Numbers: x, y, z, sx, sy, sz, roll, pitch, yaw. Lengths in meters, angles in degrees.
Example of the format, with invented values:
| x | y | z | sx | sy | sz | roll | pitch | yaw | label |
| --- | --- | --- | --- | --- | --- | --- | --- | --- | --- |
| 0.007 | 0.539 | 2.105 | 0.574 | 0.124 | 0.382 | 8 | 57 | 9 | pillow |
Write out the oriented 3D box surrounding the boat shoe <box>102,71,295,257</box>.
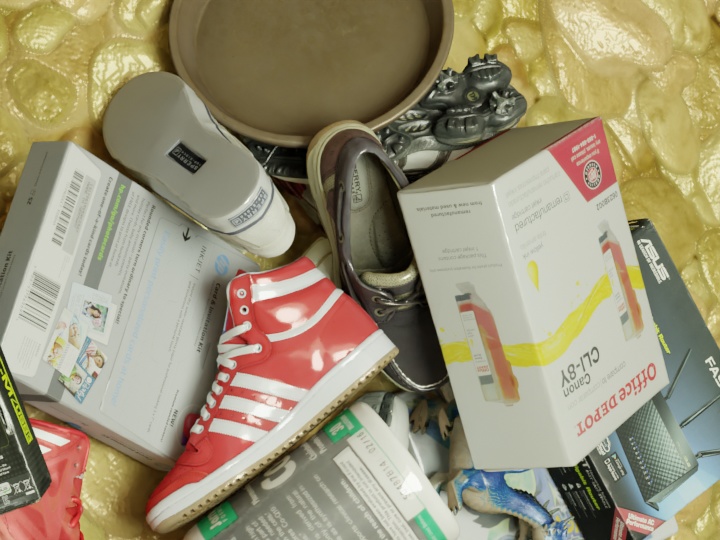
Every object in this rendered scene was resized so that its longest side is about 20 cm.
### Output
| x | y | z | sx | sy | sz | roll | pitch | yaw | label |
| --- | --- | --- | --- | --- | --- | --- | --- | --- | --- |
| -0.104 | -0.067 | 1.441 | 0.071 | 0.200 | 0.070 | -46 | 131 | -6 | boat shoe |

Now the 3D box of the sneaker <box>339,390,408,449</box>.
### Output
| x | y | z | sx | sy | sz | roll | pitch | yaw | label |
| --- | --- | --- | --- | --- | --- | --- | --- | --- | --- |
| 0.005 | 0.185 | 1.524 | 0.087 | 0.074 | 0.201 | 19 | 77 | -40 | sneaker |

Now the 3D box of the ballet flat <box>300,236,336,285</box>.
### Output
| x | y | z | sx | sy | sz | roll | pitch | yaw | label |
| --- | --- | --- | --- | --- | --- | --- | --- | --- | --- |
| 0.000 | 0.000 | 1.518 | 0.199 | 0.074 | 0.075 | -19 | 92 | -17 | ballet flat |

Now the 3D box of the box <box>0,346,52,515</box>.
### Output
| x | y | z | sx | sy | sz | roll | pitch | yaw | label |
| --- | --- | --- | --- | --- | --- | --- | --- | --- | --- |
| -0.311 | 0.077 | 1.304 | 0.199 | 0.048 | 0.194 | -20 | 96 | 6 | box |

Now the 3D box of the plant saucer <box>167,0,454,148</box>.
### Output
| x | y | z | sx | sy | sz | roll | pitch | yaw | label |
| --- | --- | --- | --- | --- | --- | --- | --- | --- | --- |
| -0.034 | -0.166 | 1.514 | 0.199 | 0.030 | 0.201 | -2 | 61 | 3 | plant saucer |

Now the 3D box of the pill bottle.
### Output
| x | y | z | sx | sy | sz | roll | pitch | yaw | label |
| --- | --- | --- | --- | --- | --- | --- | --- | --- | --- |
| -0.044 | 0.187 | 1.415 | 0.200 | 0.113 | 0.113 | -37 | 101 | -5 | pill bottle |

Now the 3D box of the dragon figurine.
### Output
| x | y | z | sx | sy | sz | roll | pitch | yaw | label |
| --- | --- | --- | --- | --- | --- | --- | --- | --- | --- |
| 0.093 | 0.118 | 1.552 | 0.099 | 0.059 | 0.201 | -9 | 87 | -30 | dragon figurine |

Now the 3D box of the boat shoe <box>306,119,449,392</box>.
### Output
| x | y | z | sx | sy | sz | roll | pitch | yaw | label |
| --- | --- | --- | --- | --- | --- | --- | --- | --- | --- |
| 0.018 | -0.002 | 1.453 | 0.072 | 0.065 | 0.201 | -20 | 109 | -8 | boat shoe |

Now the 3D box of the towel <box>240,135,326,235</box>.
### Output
| x | y | z | sx | sy | sz | roll | pitch | yaw | label |
| --- | --- | --- | --- | --- | --- | --- | --- | --- | --- |
| 0.013 | -0.083 | 1.585 | 0.200 | 0.023 | 0.144 | 47 | 63 | -14 | towel |

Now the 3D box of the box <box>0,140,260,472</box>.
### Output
| x | y | z | sx | sy | sz | roll | pitch | yaw | label |
| --- | --- | --- | --- | --- | --- | --- | --- | --- | --- |
| -0.159 | 0.027 | 1.422 | 0.200 | 0.041 | 0.156 | 33 | 66 | -45 | box |

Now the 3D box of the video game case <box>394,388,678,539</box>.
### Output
| x | y | z | sx | sy | sz | roll | pitch | yaw | label |
| --- | --- | --- | --- | --- | --- | --- | --- | --- | --- |
| 0.130 | 0.146 | 1.614 | 0.199 | 0.022 | 0.183 | -21 | 93 | -29 | video game case |

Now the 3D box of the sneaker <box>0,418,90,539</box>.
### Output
| x | y | z | sx | sy | sz | roll | pitch | yaw | label |
| --- | --- | --- | --- | --- | --- | --- | --- | --- | --- |
| -0.188 | 0.172 | 1.407 | 0.200 | 0.078 | 0.116 | 48 | 65 | -15 | sneaker |

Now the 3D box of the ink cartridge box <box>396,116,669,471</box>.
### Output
| x | y | z | sx | sy | sz | roll | pitch | yaw | label |
| --- | --- | --- | --- | --- | --- | --- | --- | --- | --- |
| 0.120 | 0.015 | 1.457 | 0.145 | 0.083 | 0.201 | -32 | 111 | -48 | ink cartridge box |

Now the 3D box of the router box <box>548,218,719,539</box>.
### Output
| x | y | z | sx | sy | sz | roll | pitch | yaw | label |
| --- | --- | --- | --- | --- | --- | --- | --- | --- | --- |
| 0.194 | 0.084 | 1.610 | 0.150 | 0.062 | 0.200 | -33 | 98 | -30 | router box |

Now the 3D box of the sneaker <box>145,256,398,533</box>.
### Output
| x | y | z | sx | sy | sz | roll | pitch | yaw | label |
| --- | --- | --- | --- | --- | --- | --- | --- | --- | --- |
| -0.084 | 0.075 | 1.432 | 0.200 | 0.071 | 0.113 | -39 | 86 | -11 | sneaker |

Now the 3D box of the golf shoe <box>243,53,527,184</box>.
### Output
| x | y | z | sx | sy | sz | roll | pitch | yaw | label |
| --- | --- | --- | --- | --- | --- | --- | --- | --- | --- |
| 0.019 | -0.086 | 1.536 | 0.199 | 0.095 | 0.078 | -10 | 62 | -4 | golf shoe |
